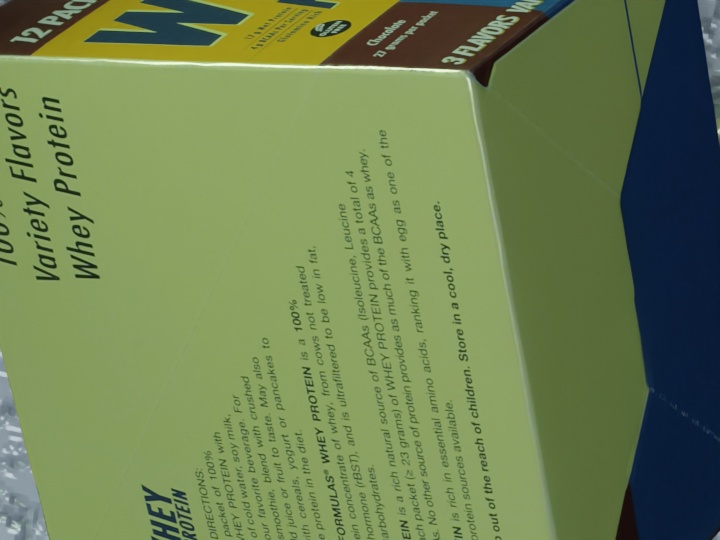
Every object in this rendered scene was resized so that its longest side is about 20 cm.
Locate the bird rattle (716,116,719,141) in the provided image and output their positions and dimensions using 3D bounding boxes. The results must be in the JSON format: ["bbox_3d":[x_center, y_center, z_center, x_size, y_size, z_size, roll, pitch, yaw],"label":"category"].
[{"bbox_3d":[0.169,0.006,0.969,0.162,0.113,0.201,24,114,16],"label":"bird rattle"}]

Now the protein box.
[{"bbox_3d":[0.000,0.000,0.931,0.199,0.135,0.200,4,117,34],"label":"protein box"}]
